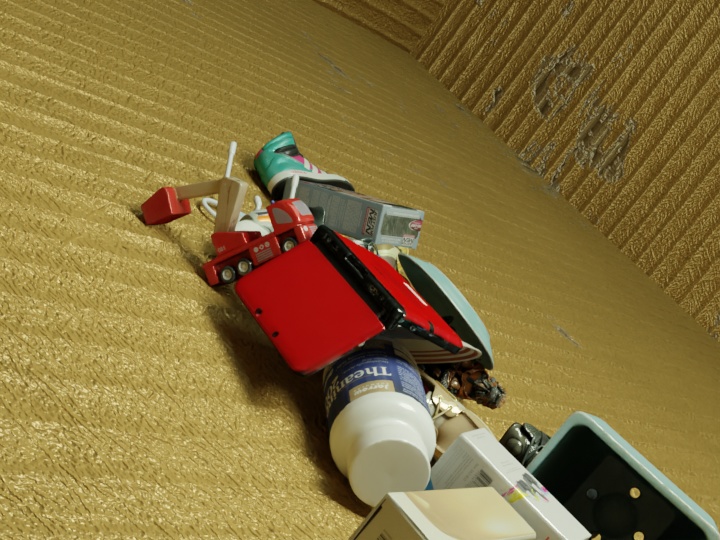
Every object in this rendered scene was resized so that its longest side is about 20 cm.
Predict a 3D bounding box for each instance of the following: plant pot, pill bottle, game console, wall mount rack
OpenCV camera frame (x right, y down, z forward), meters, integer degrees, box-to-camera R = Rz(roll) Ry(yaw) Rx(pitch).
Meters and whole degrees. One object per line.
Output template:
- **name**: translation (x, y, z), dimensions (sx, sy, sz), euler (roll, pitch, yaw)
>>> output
- **plant pot**: translation (0.269, 0.284, 1.365), dimensions (0.196, 0.197, 0.200), euler (42, 12, 17)
- **pill bottle**: translation (0.020, 0.160, 1.305), dimensions (0.111, 0.111, 0.200), euler (32, 17, -18)
- **game console**: translation (-0.014, 0.050, 1.369), dimensions (0.172, 0.119, 0.200), euler (29, 13, -39)
- **wall mount rack**: translation (-0.130, -0.090, 1.736), dimensions (0.199, 0.075, 0.174), euler (27, 19, -34)

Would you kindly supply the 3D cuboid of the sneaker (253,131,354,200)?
- **sneaker**: translation (-0.101, -0.162, 1.991), dimensions (0.200, 0.084, 0.121), euler (10, 41, -55)

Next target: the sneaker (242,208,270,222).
- **sneaker**: translation (-0.069, -0.007, 1.634), dimensions (0.199, 0.078, 0.112), euler (26, 19, -34)

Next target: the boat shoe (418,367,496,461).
- **boat shoe**: translation (0.079, 0.168, 1.457), dimensions (0.200, 0.074, 0.069), euler (37, -4, 32)

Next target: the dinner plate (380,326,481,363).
- **dinner plate**: translation (0.045, 0.088, 1.478), dimensions (0.199, 0.024, 0.200), euler (4, -11, 1)

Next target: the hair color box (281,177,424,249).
- **hair color box**: translation (-0.015, -0.085, 1.839), dimensions (0.199, 0.061, 0.099), euler (19, 9, 39)

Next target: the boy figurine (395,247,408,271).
- **boy figurine**: translation (0.020, -0.011, 1.852), dimensions (0.124, 0.065, 0.200), euler (37, 18, 21)

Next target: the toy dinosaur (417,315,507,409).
- **toy dinosaur**: translation (0.100, 0.124, 1.651), dimensions (0.199, 0.103, 0.136), euler (7, -17, 30)

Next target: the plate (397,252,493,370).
- **plate**: translation (0.121, 0.049, 1.654), dimensions (0.200, 0.026, 0.200), euler (50, -7, 9)

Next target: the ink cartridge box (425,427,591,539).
- **ink cartridge box**: translation (0.149, 0.273, 1.261), dimensions (0.200, 0.115, 0.068), euler (45, 19, 22)

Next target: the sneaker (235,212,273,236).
- **sneaker**: translation (-0.098, 0.016, 1.547), dimensions (0.200, 0.074, 0.088), euler (37, 30, 8)

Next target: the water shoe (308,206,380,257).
- **water shoe**: translation (0.000, 0.000, 1.500), dimensions (0.200, 0.079, 0.072), euler (38, -2, -2)

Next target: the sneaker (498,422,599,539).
- **sneaker**: translation (0.233, 0.259, 1.548), dimensions (0.114, 0.076, 0.200), euler (27, 16, -24)

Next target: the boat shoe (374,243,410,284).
- **boat shoe**: translation (0.033, 0.034, 1.692), dimensions (0.200, 0.073, 0.065), euler (63, 17, -62)

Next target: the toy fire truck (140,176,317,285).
- **toy fire truck**: translation (-0.155, -0.059, 1.483), dimensions (0.049, 0.199, 0.142), euler (-8, 76, -66)

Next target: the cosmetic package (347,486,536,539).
- **cosmetic package**: translation (0.069, 0.262, 1.149), dimensions (0.071, 0.105, 0.200), euler (46, 17, 29)
